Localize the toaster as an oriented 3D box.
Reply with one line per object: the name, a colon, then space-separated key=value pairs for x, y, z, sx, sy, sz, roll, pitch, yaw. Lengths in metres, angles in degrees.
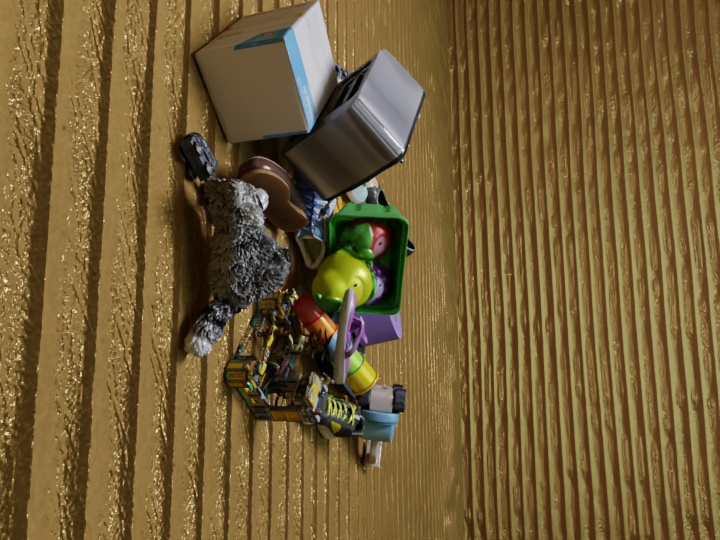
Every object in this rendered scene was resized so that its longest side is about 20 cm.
toaster: x=-0.012 y=-0.213 z=0.853 sx=0.119 sy=0.180 sz=0.201 roll=42 pitch=47 yaw=-26

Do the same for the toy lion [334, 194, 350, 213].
toy lion: x=-0.055 y=-0.142 z=1.089 sx=0.193 sy=0.068 sz=0.201 roll=-84 pitch=161 yaw=-47

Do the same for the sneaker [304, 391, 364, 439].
sneaker: x=-0.047 y=0.250 z=0.996 sx=0.200 sy=0.084 sz=0.075 roll=59 pitch=32 yaw=-56

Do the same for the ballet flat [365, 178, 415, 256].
ballet flat: x=0.062 y=-0.121 z=1.209 sx=0.066 sy=0.056 sz=0.201 roll=-42 pitch=109 yaw=-51

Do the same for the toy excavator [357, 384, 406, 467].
toy excavator: x=0.033 y=0.342 z=1.202 sx=0.194 sy=0.099 sz=0.202 roll=82 pitch=16 yaw=-86

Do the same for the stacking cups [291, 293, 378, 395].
stacking cups: x=-0.048 y=0.129 z=0.962 sx=0.201 sy=0.060 sz=0.061 roll=52 pitch=31 yaw=-21

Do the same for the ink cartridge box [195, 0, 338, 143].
ink cartridge box: x=-0.118 y=-0.289 z=0.787 sx=0.201 sy=0.127 sz=0.126 roll=-72 pitch=153 yaw=-49

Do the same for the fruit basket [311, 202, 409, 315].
fruit basket: x=0.000 y=0.000 z=0.949 sx=0.216 sy=0.154 sz=0.218 roll=3 pitch=90 yaw=-89

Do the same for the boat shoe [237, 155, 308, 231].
boat shoe: x=-0.132 y=-0.122 z=0.822 sx=0.200 sy=0.070 sz=0.071 roll=61 pitch=15 yaw=-72

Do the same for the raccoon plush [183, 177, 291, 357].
raccoon plush: x=-0.161 y=-0.014 z=0.648 sx=0.134 sy=0.096 sz=0.201 roll=59 pitch=41 yaw=-40

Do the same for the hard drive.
hard drive: x=-0.041 y=0.158 z=1.097 sx=0.201 sy=0.042 sz=0.136 roll=65 pitch=28 yaw=-49

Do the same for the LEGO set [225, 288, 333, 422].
LEGO set: x=-0.096 y=0.124 z=0.804 sx=0.201 sy=0.115 sz=0.155 roll=-69 pitch=151 yaw=-53

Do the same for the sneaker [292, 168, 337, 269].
sneaker: x=-0.078 y=-0.094 z=0.947 sx=0.077 sy=0.075 sz=0.202 roll=-71 pitch=156 yaw=-58

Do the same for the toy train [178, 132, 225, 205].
toy train: x=-0.179 y=-0.090 z=0.722 sx=0.046 sy=0.034 sz=0.201 roll=-90 pitch=165 yaw=-48

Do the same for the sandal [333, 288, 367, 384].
sandal: x=-0.013 y=0.103 z=0.871 sx=0.204 sy=0.049 sz=0.083 roll=99 pitch=-2 yaw=-47

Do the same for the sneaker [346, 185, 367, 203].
sneaker: x=0.015 y=-0.205 z=1.086 sx=0.201 sy=0.117 sz=0.074 roll=59 pitch=13 yaw=-63

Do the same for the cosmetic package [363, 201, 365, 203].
cosmetic package: x=0.041 y=-0.073 z=1.333 sx=0.201 sy=0.089 sz=0.108 roll=67 pitch=27 yaw=-53

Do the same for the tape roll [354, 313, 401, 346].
tape roll: x=0.025 y=0.056 z=1.189 sx=0.200 sy=0.084 sz=0.202 roll=-13 pitch=90 yaw=-81

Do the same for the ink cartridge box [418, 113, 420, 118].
ink cartridge box: x=0.016 y=-0.290 z=1.081 sx=0.116 sy=0.198 sz=0.068 roll=59 pitch=21 yaw=-55

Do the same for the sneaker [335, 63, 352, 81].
sneaker: x=-0.040 y=-0.379 z=1.074 sx=0.200 sy=0.113 sz=0.076 roll=48 pitch=42 yaw=-63
